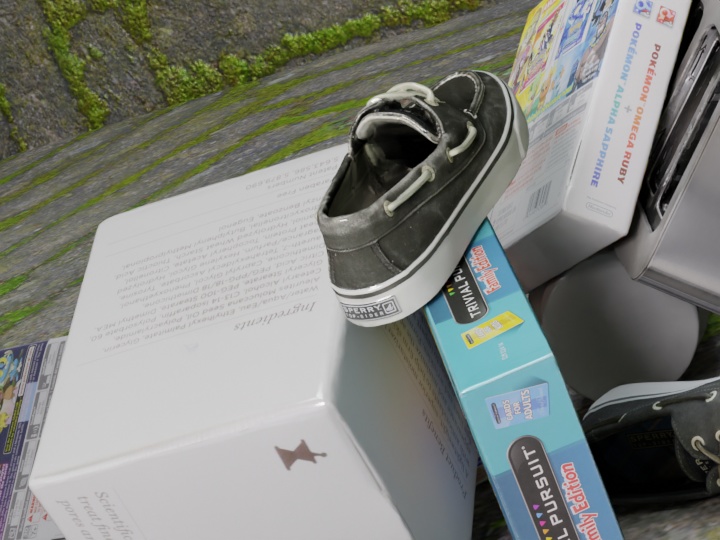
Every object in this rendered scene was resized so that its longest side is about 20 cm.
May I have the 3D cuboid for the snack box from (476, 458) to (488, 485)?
[{"bbox_3d":[0.033,0.104,1.462,0.072,0.024,0.200,-26,12,-24],"label":"snack box"}]

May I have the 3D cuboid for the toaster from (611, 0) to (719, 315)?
[{"bbox_3d":[0.216,-0.071,1.310,0.118,0.201,0.181,19,23,-11],"label":"toaster"}]

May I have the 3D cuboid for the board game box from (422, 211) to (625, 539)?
[{"bbox_3d":[0.073,0.067,1.136,0.047,0.152,0.200,-22,25,2],"label":"board game box"}]

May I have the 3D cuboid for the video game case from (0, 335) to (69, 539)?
[{"bbox_3d":[-0.207,0.137,1.445,0.181,0.023,0.202,-12,59,40],"label":"video game case"}]

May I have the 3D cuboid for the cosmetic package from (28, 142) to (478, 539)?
[{"bbox_3d":[-0.043,0.074,1.221,0.164,0.165,0.201,-16,36,20],"label":"cosmetic package"}]

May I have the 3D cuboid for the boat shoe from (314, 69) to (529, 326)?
[{"bbox_3d":[0.030,-0.054,1.154,0.070,0.064,0.200,-12,28,24],"label":"boat shoe"}]

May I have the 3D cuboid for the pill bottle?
[{"bbox_3d":[0.155,0.008,1.462,0.109,0.110,0.200,-20,11,9],"label":"pill bottle"}]

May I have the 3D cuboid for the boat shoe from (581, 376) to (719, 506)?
[{"bbox_3d":[0.178,0.085,1.202,0.057,0.069,0.199,-40,15,-37],"label":"boat shoe"}]

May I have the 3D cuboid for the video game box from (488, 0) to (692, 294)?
[{"bbox_3d":[0.121,-0.088,1.370,0.046,0.184,0.200,18,-15,-11],"label":"video game box"}]
